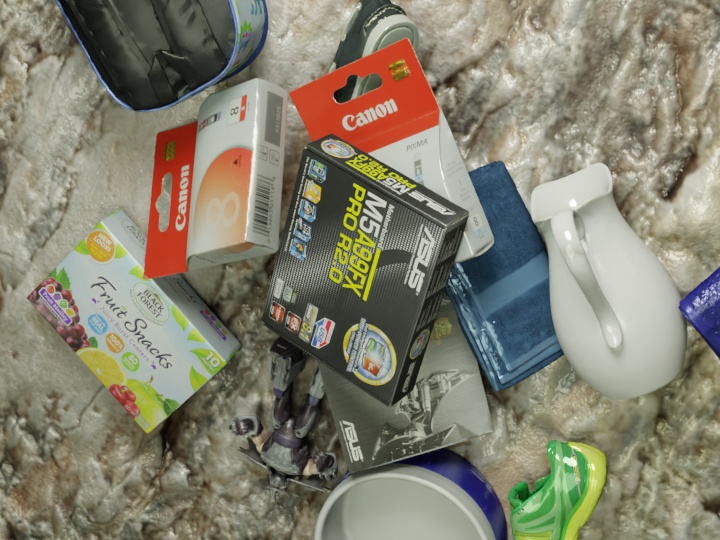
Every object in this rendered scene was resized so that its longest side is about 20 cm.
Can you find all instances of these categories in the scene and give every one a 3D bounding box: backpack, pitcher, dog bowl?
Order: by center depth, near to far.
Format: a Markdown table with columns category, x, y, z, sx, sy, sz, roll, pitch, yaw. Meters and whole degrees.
| category | x | y | z | sx | sy | sz | roll | pitch | yaw |
| --- | --- | --- | --- | --- | --- | --- | --- | --- | --- |
| pitcher | 0.222 | 0.021 | 1.340 | 0.120 | 0.172 | 0.202 | -20 | 102 | 20 |
| backpack | -0.182 | -0.265 | 1.382 | 0.181 | 0.147 | 0.202 | -21 | 99 | 24 |
| dog bowl | 0.054 | 0.287 | 1.553 | 0.197 | 0.079 | 0.203 | 6 | 112 | 16 |

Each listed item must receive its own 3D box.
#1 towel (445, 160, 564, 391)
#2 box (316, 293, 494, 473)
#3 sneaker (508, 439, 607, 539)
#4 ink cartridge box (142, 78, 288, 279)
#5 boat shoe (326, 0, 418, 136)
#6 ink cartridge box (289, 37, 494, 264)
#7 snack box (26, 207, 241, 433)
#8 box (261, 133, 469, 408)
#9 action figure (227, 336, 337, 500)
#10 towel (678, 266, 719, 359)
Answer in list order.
| category | x | y | z | sx | sy | sz | roll | pitch | yaw |
| --- | --- | --- | --- | --- | --- | --- | --- | --- | --- |
| towel | 0.133 | 0.004 | 1.409 | 0.111 | 0.048 | 0.202 | -29 | 100 | -13 |
| box | 0.035 | 0.086 | 1.468 | 0.156 | 0.048 | 0.203 | -15 | 106 | 0 |
| sneaker | 0.184 | 0.259 | 1.504 | 0.083 | 0.074 | 0.202 | 25 | 107 | 5 |
| ink cartridge box | -0.156 | -0.086 | 1.423 | 0.198 | 0.050 | 0.165 | -10 | 71 | 40 |
| boat shoe | 0.001 | -0.173 | 1.405 | 0.061 | 0.075 | 0.201 | 56 | 135 | 35 |
| ink cartridge box | 0.016 | -0.090 | 1.342 | 0.159 | 0.047 | 0.202 | -18 | 100 | 40 |
| snack box | -0.244 | 0.055 | 1.581 | 0.142 | 0.053 | 0.200 | -41 | 94 | 26 |
| box | 0.000 | 0.000 | 1.336 | 0.159 | 0.044 | 0.202 | 32 | 125 | 23 |
| action figure | -0.075 | 0.163 | 1.557 | 0.128 | 0.070 | 0.202 | 17 | 118 | 7 |
| towel | 0.404 | 0.018 | 1.326 | 0.200 | 0.050 | 0.148 | -41 | 103 | 13 |
